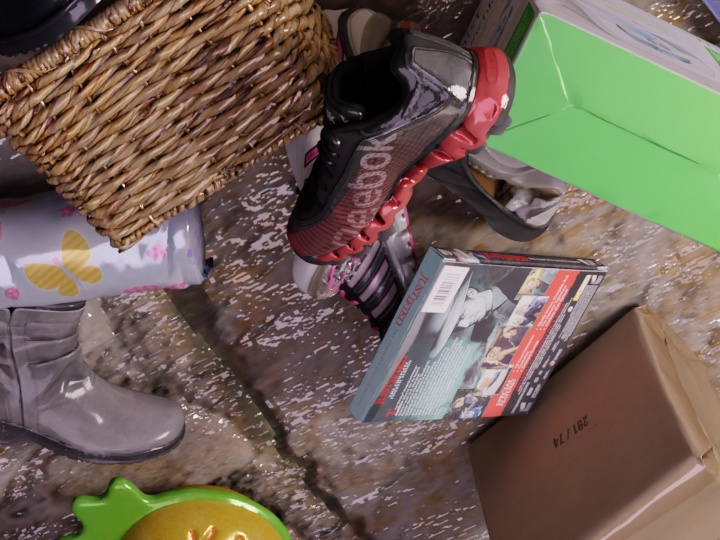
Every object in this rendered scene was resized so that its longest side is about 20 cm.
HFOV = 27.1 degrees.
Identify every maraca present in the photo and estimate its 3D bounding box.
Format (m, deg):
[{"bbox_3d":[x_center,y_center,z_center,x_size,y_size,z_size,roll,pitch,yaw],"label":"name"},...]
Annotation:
[{"bbox_3d":[-0.151,0.233,1.236,0.198,0.107,0.138,17,113,-19],"label":"maraca"}]

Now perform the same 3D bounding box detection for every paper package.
[{"bbox_3d":[0.200,0.165,1.192,0.103,0.192,0.200,37,113,-28],"label":"paper package"}]

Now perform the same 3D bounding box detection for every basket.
[{"bbox_3d":[-0.129,-0.141,0.964,0.199,0.144,0.149,-31,126,16],"label":"basket"}]

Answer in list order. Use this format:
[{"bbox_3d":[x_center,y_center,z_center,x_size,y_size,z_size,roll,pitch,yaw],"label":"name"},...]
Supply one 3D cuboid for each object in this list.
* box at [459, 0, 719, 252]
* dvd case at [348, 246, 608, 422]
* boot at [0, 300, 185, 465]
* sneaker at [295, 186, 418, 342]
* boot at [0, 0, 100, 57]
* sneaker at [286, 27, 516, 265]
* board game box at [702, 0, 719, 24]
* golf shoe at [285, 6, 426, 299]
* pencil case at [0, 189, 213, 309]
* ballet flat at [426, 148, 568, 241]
[{"bbox_3d":[0.172,-0.113,0.990,0.198,0.177,0.097,23,113,-10],"label":"box"},{"bbox_3d":[0.093,0.051,1.139,0.199,0.022,0.147,1,123,-46],"label":"dvd case"},{"bbox_3d":[-0.222,0.074,1.147,0.197,0.070,0.133,6,118,-17],"label":"boot"},{"bbox_3d":[0.000,0.000,1.125,0.086,0.074,0.202,-13,120,1],"label":"sneaker"},{"bbox_3d":[-0.252,-0.214,0.888,0.077,0.199,0.168,-53,126,-20],"label":"boot"},{"bbox_3d":[0.002,-0.077,0.909,0.097,0.071,0.200,21,136,-29],"label":"sneaker"},{"bbox_3d":[0.297,-0.223,1.038,0.135,0.035,0.200,-37,121,17],"label":"board game box"},{"bbox_3d":[-0.019,-0.082,1.033,0.091,0.073,0.202,15,86,12],"label":"golf shoe"},{"bbox_3d":[-0.208,-0.022,1.068,0.197,0.091,0.084,-9,120,-3],"label":"pencil case"},{"bbox_3d":[0.104,-0.065,1.053,0.068,0.069,0.199,1,167,36],"label":"ballet flat"}]
